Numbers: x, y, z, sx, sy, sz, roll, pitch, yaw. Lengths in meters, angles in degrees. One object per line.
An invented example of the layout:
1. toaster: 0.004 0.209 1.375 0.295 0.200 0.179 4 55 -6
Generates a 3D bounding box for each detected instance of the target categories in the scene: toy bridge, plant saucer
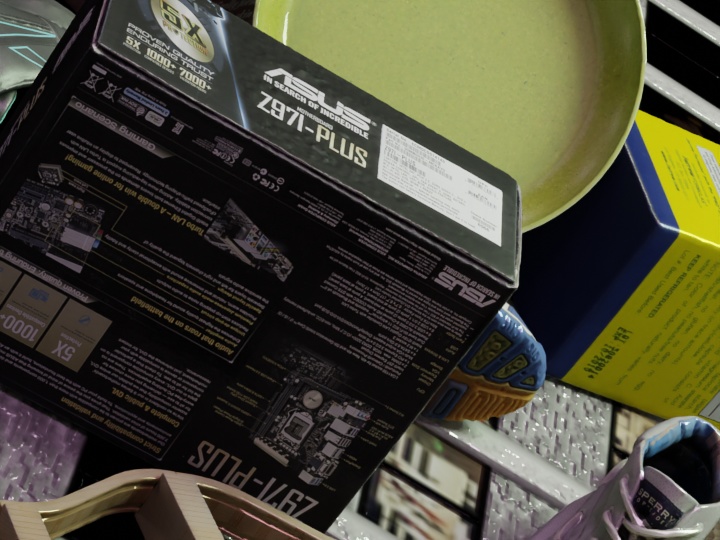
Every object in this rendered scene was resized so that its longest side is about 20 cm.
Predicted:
1. toy bridge: -0.070 0.110 1.143 0.200 0.027 0.067 12 34 -38
2. plant saucer: 0.043 -0.111 1.435 0.200 0.200 0.031 35 -10 -3

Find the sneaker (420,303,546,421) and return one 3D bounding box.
1. sneaker: 0.000 0.000 1.337 0.200 0.075 0.088 26 30 -21

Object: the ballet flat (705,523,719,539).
1. ballet flat: 0.211 0.150 1.380 0.200 0.046 0.067 42 29 9

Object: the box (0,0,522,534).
1. box: -0.059 -0.005 1.185 0.200 0.164 0.086 29 29 -13

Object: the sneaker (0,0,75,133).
1. sneaker: -0.194 -0.100 1.268 0.200 0.075 0.079 15 38 -35

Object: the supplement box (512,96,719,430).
1. supplement box: 0.188 0.011 1.496 0.200 0.109 0.110 21 32 -28

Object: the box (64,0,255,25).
1. box: -0.096 -0.235 1.483 0.200 0.164 0.166 46 29 17

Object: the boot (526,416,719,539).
1. boot: 0.104 0.124 1.246 0.074 0.096 0.200 39 28 3
